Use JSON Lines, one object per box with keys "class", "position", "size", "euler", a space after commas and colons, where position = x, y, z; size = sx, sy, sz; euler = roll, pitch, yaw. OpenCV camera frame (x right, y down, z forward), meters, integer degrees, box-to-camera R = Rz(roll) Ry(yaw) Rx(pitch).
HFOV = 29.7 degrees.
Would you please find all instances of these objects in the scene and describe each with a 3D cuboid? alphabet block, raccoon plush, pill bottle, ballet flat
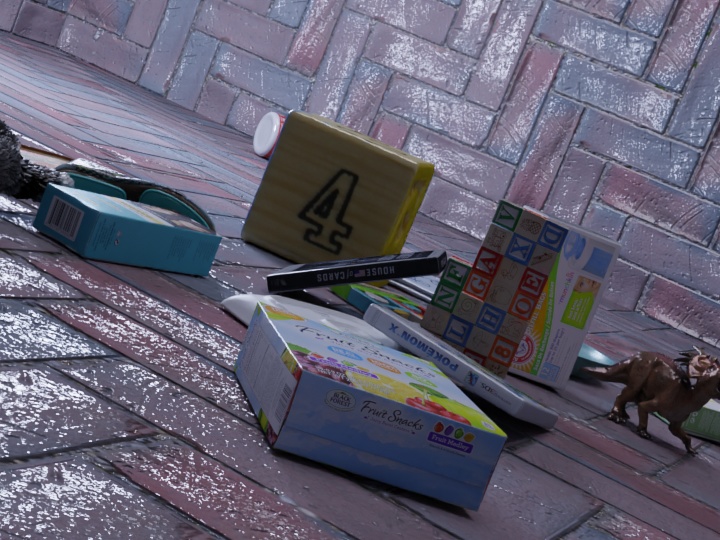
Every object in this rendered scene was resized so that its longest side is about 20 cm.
{"class": "alphabet block", "position": [-0.028, -0.099, 1.928], "size": [0.198, 0.198, 0.195], "euler": [23, 9, 7]}
{"class": "raccoon plush", "position": [-0.348, -0.099, 1.307], "size": [0.198, 0.098, 0.134], "euler": [10, 20, -32]}
{"class": "pill bottle", "position": [-0.162, -0.317, 3.444], "size": [0.199, 0.117, 0.116], "euler": [18, 8, -30]}
{"class": "ballet flat", "position": [-0.256, -0.078, 1.543], "size": [0.198, 0.075, 0.074], "euler": [23, 7, -11]}

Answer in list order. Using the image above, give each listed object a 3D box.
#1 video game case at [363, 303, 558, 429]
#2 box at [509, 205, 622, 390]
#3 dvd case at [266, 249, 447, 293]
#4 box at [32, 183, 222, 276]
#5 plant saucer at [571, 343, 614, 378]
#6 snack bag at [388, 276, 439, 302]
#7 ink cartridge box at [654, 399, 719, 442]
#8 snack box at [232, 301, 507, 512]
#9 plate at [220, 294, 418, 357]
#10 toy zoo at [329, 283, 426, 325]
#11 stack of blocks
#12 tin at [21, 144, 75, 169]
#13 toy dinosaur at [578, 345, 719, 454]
{"class": "video game case", "position": [0.106, 0.101, 1.382], "size": [0.182, 0.022, 0.200], "euler": [32, 0, 20]}
{"class": "box", "position": [0.233, 0.034, 1.729], "size": [0.112, 0.202, 0.101], "euler": [19, 7, -13]}
{"class": "dvd case", "position": [0.000, 0.000, 1.602], "size": [0.198, 0.025, 0.150], "euler": [-7, 3, 7]}
{"class": "box", "position": [-0.238, -0.040, 1.415], "size": [0.082, 0.050, 0.199], "euler": [27, 9, 30]}
{"class": "plant saucer", "position": [0.267, 0.109, 1.955], "size": [0.198, 0.036, 0.200], "euler": [23, 8, -3]}
{"class": "snack bag", "position": [0.058, 0.004, 2.134], "size": [0.187, 0.022, 0.200], "euler": [24, 8, 6]}
{"class": "ink cartridge box", "position": [0.493, 0.206, 1.907], "size": [0.198, 0.048, 0.145], "euler": [17, 8, -22]}
{"class": "snack box", "position": [0.000, 0.100, 1.052], "size": [0.167, 0.068, 0.200], "euler": [20, 6, -18]}
{"class": "plate", "position": [-0.012, 0.074, 1.348], "size": [0.198, 0.033, 0.200], "euler": [16, 10, -41]}
{"class": "toy zoo", "position": [0.062, 0.061, 1.722], "size": [0.131, 0.021, 0.200], "euler": [17, 10, -41]}
{"class": "stack of blocks", "position": [0.150, 0.020, 1.572], "size": [0.114, 0.202, 0.059], "euler": [24, 8, 6]}
{"class": "tin", "position": [-0.370, -0.115, 1.612], "size": [0.112, 0.042, 0.199], "euler": [33, 11, 35]}
{"class": "toy dinosaur", "position": [0.376, 0.137, 1.680], "size": [0.199, 0.137, 0.085], "euler": [28, 9, 40]}
